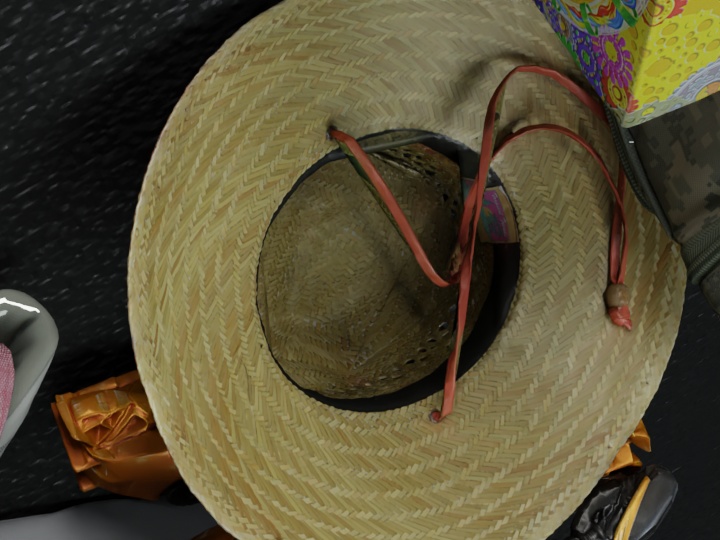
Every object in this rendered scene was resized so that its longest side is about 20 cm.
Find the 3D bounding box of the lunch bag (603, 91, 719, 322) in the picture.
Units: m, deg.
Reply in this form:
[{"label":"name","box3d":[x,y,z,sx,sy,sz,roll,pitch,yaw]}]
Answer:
[{"label":"lunch bag","box3d":[0.176,-0.065,0.910,0.199,0.168,0.139,-19,164,-39]}]

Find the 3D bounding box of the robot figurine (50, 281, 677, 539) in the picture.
[{"label":"robot figurine","box3d":[0.007,0.057,0.984,0.199,0.146,0.058,-20,159,-6]}]

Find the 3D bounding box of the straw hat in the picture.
[{"label":"straw hat","box3d":[0.000,0.000,0.924,0.200,0.202,0.085,-19,-168,-28]}]

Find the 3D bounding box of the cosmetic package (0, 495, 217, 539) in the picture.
[{"label":"cosmetic package","box3d":[-0.104,0.208,1.086,0.167,0.167,0.200,-5,142,-45]}]

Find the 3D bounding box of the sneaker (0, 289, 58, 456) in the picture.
[{"label":"sneaker","box3d":[-0.151,0.044,0.828,0.089,0.074,0.200,-48,174,24]}]

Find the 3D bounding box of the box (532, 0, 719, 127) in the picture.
[{"label":"box","box3d":[0.066,-0.175,0.579,0.122,0.193,0.200,-24,153,-19]}]

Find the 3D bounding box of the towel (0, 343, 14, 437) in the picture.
[{"label":"towel","box3d":[-0.174,0.075,0.724,0.200,0.023,0.145,13,99,-55]}]
